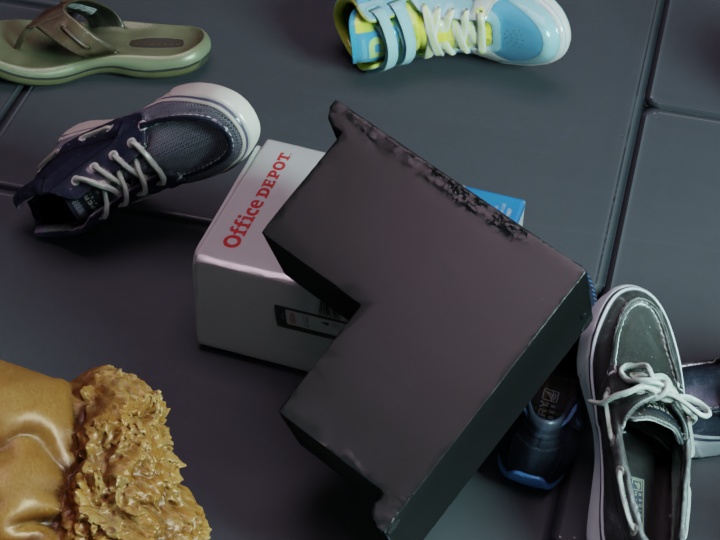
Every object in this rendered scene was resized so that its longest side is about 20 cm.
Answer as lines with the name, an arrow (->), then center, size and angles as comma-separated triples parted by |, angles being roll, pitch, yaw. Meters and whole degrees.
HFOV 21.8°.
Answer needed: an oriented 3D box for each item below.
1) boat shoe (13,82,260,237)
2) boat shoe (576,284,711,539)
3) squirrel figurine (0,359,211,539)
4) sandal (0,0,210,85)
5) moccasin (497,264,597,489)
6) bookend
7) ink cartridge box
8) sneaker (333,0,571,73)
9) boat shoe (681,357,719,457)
boat shoe -> -0.164, -0.071, 1.344 | 0.199, 0.075, 0.093 | -13, 31, 42
boat shoe -> 0.176, 0.093, 1.159 | 0.073, 0.068, 0.201 | 17, 60, -12
squirrel figurine -> -0.184, 0.152, 1.076 | 0.198, 0.142, 0.187 | -8, 48, -9
sandal -> -0.224, -0.198, 1.543 | 0.199, 0.058, 0.080 | -3, 40, -7
moccasin -> 0.137, 0.056, 1.249 | 0.080, 0.069, 0.201 | 10, 43, -2
bookend -> 0.008, 0.037, 1.161 | 0.198, 0.092, 0.200 | 35, 79, 19
ink cartridge box -> 0.000, 0.000, 1.299 | 0.198, 0.085, 0.146 | 14, 42, 13
sneaker -> 0.064, -0.195, 1.542 | 0.199, 0.080, 0.130 | 20, 40, 34
boat shoe -> 0.265, 0.068, 1.228 | 0.198, 0.091, 0.071 | 1, 40, -1
